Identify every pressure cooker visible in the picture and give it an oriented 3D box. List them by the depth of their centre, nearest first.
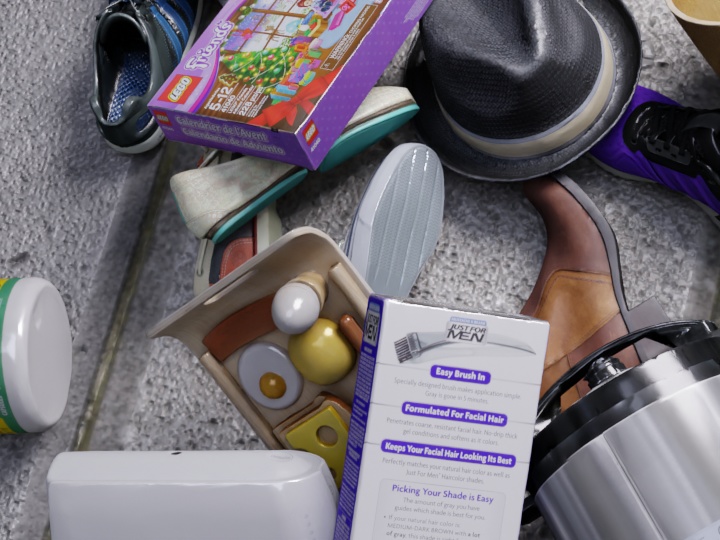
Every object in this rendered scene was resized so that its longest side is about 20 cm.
[{"bbox_3d":[0.203,0.134,0.978,0.175,0.179,0.201,-16,64,-30],"label":"pressure cooker"}]

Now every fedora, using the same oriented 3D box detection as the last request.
[{"bbox_3d":[0.102,-0.164,1.108,0.199,0.092,0.202,-14,57,23],"label":"fedora"}]

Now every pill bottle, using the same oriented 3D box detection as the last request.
[{"bbox_3d":[-0.321,0.065,1.118,0.199,0.113,0.114,-2,72,8],"label":"pill bottle"}]

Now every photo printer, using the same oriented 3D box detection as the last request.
[{"bbox_3d":[-0.104,0.202,1.033,0.199,0.069,0.168,-1,104,8],"label":"photo printer"}]

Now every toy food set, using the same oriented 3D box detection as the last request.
[{"bbox_3d":[-0.034,0.084,1.035,0.143,0.060,0.200,-34,97,27],"label":"toy food set"}]

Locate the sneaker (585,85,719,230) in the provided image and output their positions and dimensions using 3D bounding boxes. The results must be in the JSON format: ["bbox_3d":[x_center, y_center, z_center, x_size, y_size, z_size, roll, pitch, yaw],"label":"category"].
[{"bbox_3d":[0.236,-0.092,1.090,0.199,0.100,0.070,32,77,16],"label":"sneaker"}]

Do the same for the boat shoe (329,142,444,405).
[{"bbox_3d":[0.000,0.000,1.112,0.067,0.073,0.201,2,67,46],"label":"boat shoe"}]

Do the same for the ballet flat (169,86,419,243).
[{"bbox_3d":[-0.047,-0.094,1.095,0.199,0.067,0.063,-33,84,-21],"label":"ballet flat"}]

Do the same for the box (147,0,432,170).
[{"bbox_3d":[-0.042,-0.165,1.086,0.136,0.039,0.200,13,57,34],"label":"box"}]

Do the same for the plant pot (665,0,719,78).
[{"bbox_3d":[0.330,-0.145,1.038,0.186,0.200,0.187,-25,30,15],"label":"plant pot"}]

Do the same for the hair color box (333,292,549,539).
[{"bbox_3d":[0.047,0.121,0.974,0.109,0.065,0.201,9,92,-10],"label":"hair color box"}]

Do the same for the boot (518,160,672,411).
[{"bbox_3d":[0.106,0.042,1.102,0.199,0.068,0.189,-32,78,5],"label":"boot"}]

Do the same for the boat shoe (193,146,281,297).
[{"bbox_3d":[-0.093,-0.074,1.154,0.062,0.071,0.201,-3,76,10],"label":"boat shoe"}]

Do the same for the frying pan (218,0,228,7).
[{"bbox_3d":[-0.096,-0.228,1.201,0.190,0.031,0.115,45,40,8],"label":"frying pan"}]

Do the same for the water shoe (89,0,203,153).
[{"bbox_3d":[-0.167,-0.193,1.194,0.071,0.079,0.201,0,72,8],"label":"water shoe"}]
